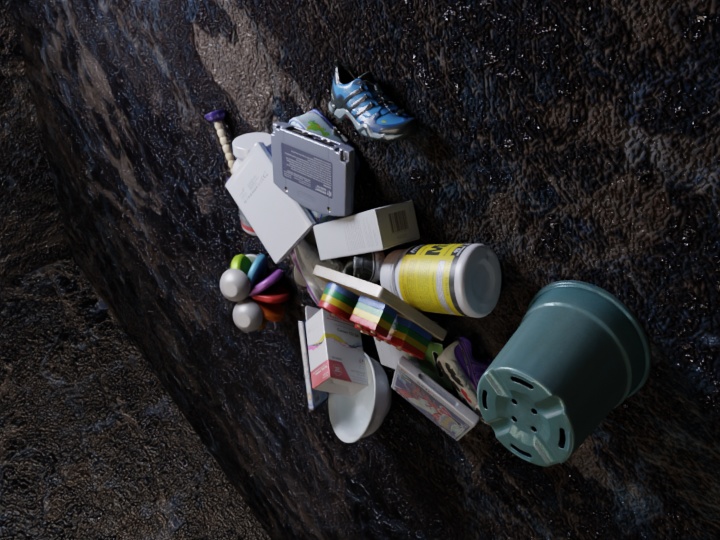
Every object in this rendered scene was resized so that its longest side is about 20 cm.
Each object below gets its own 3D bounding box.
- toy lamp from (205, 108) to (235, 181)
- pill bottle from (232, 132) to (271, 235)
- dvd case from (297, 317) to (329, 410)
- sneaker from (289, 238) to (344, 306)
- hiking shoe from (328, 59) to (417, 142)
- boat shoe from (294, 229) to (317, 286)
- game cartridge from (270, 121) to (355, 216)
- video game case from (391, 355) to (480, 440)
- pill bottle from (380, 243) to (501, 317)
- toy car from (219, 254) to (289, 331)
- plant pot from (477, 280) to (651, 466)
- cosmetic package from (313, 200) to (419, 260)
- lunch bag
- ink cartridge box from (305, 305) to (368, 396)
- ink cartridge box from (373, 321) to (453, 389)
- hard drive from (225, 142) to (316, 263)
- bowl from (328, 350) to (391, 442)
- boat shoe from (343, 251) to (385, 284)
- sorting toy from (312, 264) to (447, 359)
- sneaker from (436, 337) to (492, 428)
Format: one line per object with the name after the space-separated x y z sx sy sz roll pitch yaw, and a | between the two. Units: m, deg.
-0.320 -0.284 1.335 0.057 0.057 0.207 4 114 49 | toy lamp
-0.225 -0.193 1.227 0.114 0.114 0.206 27 133 36 | pill bottle
-0.101 0.210 1.300 0.017 0.142 0.208 -7 92 18 | dvd case
-0.093 -0.019 1.195 0.204 0.098 0.075 64 174 -30 | sneaker
0.015 -0.277 0.904 0.197 0.073 0.089 33 138 33 | hiking shoe
-0.114 -0.044 1.256 0.064 0.058 0.203 13 139 -1 | boat shoe
-0.088 -0.179 0.996 0.197 0.040 0.137 28 126 33 | game cartridge
0.140 0.259 1.085 0.180 0.023 0.201 37 161 15 | video game case
0.130 0.014 0.930 0.196 0.113 0.118 2 117 49 | pill bottle
-0.262 0.048 1.429 0.145 0.175 0.206 -16 104 18 | toy car
0.276 0.153 0.776 0.197 0.194 0.206 30 136 33 | plant pot
0.007 -0.072 1.025 0.197 0.099 0.074 -7 98 53 | cosmetic package
-0.092 -0.200 1.084 0.161 0.081 0.202 47 143 16 | lunch bag
-0.056 0.164 1.217 0.067 0.114 0.206 -37 49 34 | ink cartridge box
0.114 0.153 1.094 0.196 0.059 0.107 11 124 47 | ink cartridge box
-0.186 -0.137 1.120 0.131 0.025 0.203 -40 80 31 | hard drive
0.011 0.290 1.260 0.199 0.088 0.209 -29 55 51 | bowl
0.000 0.000 1.074 0.200 0.068 0.075 117 156 -72 | boat shoe
0.024 0.081 0.993 0.198 0.071 0.196 34 169 -40 | sorting toy
0.220 0.209 0.995 0.203 0.083 0.080 57 163 -22 | sneaker
